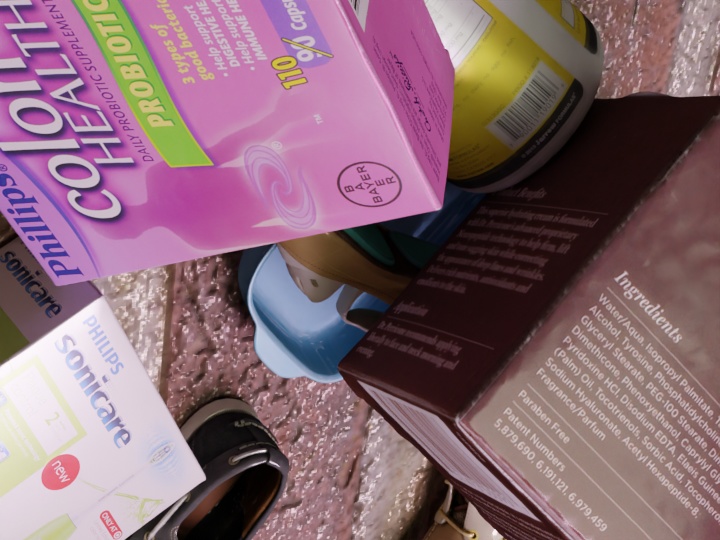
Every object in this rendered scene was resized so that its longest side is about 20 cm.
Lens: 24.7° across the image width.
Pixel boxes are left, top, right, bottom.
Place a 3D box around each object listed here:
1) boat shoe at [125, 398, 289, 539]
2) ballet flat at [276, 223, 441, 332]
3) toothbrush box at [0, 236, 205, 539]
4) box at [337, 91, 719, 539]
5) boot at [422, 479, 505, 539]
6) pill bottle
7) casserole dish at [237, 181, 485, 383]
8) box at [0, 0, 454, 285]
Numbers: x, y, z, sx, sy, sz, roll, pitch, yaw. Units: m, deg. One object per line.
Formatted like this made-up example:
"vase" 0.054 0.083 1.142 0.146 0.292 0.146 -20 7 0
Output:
"boat shoe" -0.112 0.172 0.958 0.072 0.068 0.201 28 99 -45
"ballet flat" 0.000 0.000 0.888 0.063 0.069 0.200 -46 134 15
"toothbrush box" -0.200 0.099 0.832 0.200 0.086 0.146 -36 133 -16
"box" 0.129 0.040 0.820 0.164 0.166 0.200 45 80 -18
"boot" 0.068 0.130 1.065 0.200 0.072 0.155 -50 136 -10
"pill bottle" 0.021 -0.135 0.822 0.200 0.112 0.112 37 92 -28
"casserole dish" 0.007 -0.025 0.946 0.200 0.039 0.121 -47 134 -5
"box" -0.081 -0.100 0.720 0.199 0.097 0.176 -10 136 19
